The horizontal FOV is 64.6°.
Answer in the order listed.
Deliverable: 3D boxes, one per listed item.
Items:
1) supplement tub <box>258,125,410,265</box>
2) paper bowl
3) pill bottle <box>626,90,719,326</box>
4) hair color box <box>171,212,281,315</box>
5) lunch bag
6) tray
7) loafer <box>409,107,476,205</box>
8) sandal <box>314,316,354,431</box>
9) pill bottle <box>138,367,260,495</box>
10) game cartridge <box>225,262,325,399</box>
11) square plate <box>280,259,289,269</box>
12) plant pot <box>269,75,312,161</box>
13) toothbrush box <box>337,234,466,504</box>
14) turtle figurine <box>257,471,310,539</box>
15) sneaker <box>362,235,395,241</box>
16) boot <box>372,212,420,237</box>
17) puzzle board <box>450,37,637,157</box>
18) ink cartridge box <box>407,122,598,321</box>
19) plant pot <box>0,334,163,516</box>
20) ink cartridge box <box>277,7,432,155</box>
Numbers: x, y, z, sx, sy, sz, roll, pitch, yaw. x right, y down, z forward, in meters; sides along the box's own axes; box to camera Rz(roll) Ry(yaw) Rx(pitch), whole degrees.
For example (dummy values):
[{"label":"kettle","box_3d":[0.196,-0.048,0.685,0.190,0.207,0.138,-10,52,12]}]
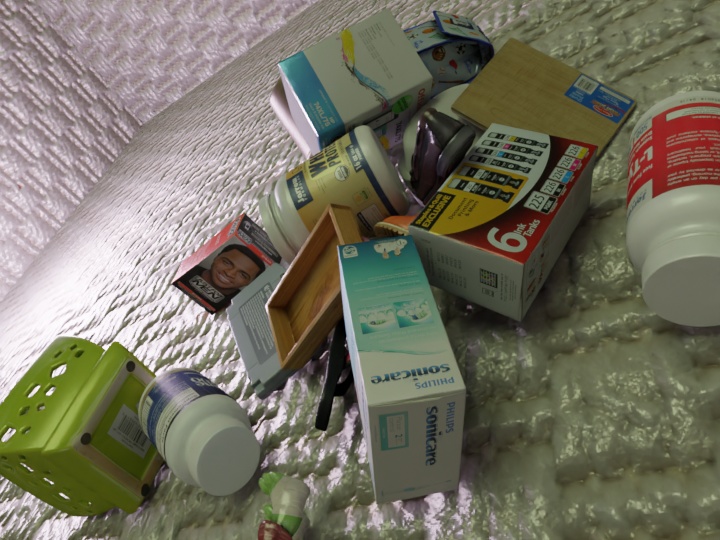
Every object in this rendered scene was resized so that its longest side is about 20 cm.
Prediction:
[{"label":"supplement tub","box_3d":[-0.039,-0.103,0.846,0.197,0.145,0.146,-30,33,11]},{"label":"paper bowl","box_3d":[0.143,-0.197,0.856,0.198,0.105,0.203,-29,33,21]},{"label":"pill bottle","box_3d":[0.297,-0.057,0.507,0.110,0.113,0.203,-12,41,37]},{"label":"hair color box","box_3d":[-0.236,-0.007,1.010,0.198,0.101,0.062,-31,30,34]},{"label":"lunch bag","box_3d":[0.149,-0.422,1.112,0.195,0.126,0.172,-17,36,10]},{"label":"tray","box_3d":[-0.056,0.026,0.708,0.201,0.036,0.100,-53,46,39]},{"label":"loafer","box_3d":[0.091,-0.140,0.700,0.072,0.063,0.200,-47,-5,-8]},{"label":"sandal","box_3d":[-0.018,0.115,0.686,0.044,0.077,0.201,10,29,0]},{"label":"pill bottle","box_3d":[-0.208,0.205,0.736,0.112,0.112,0.198,-51,33,-18]},{"label":"game cartridge","box_3d":[-0.127,0.079,0.848,0.133,0.040,0.201,-42,42,6]},{"label":"square plate","box_3d":[-0.058,-0.052,0.968,0.196,0.029,0.201,-21,38,30]},{"label":"plant pot","box_3d":[-0.075,-0.305,1.085,0.201,0.174,0.200,-48,1,1]},{"label":"toothbrush box","box_3d":[0.034,0.088,0.549,0.083,0.149,0.203,-9,41,-5]},{"label":"turtle figurine","box_3d":[-0.116,0.291,0.503,0.196,0.145,0.196,-18,34,26]},{"label":"sneaker","box_3d":[0.000,0.000,0.771,0.094,0.081,0.199,-18,-4,-29]},{"label":"boot","box_3d":[0.107,-0.053,0.756,0.197,0.076,0.108,14,57,44]},{"label":"puzzle board","box_3d":[0.241,-0.217,0.757,0.198,0.018,0.151,36,73,20]},{"label":"ink cartridge box","box_3d":[0.141,-0.069,0.635,0.172,0.085,0.201,20,54,30]},{"label":"plant pot","box_3d":[-0.381,0.227,0.826,0.177,0.202,0.202,-7,43,31]},{"label":"ink cartridge box","box_3d":[-0.006,-0.277,0.911,0.196,0.147,0.148,-28,73,-6]}]
